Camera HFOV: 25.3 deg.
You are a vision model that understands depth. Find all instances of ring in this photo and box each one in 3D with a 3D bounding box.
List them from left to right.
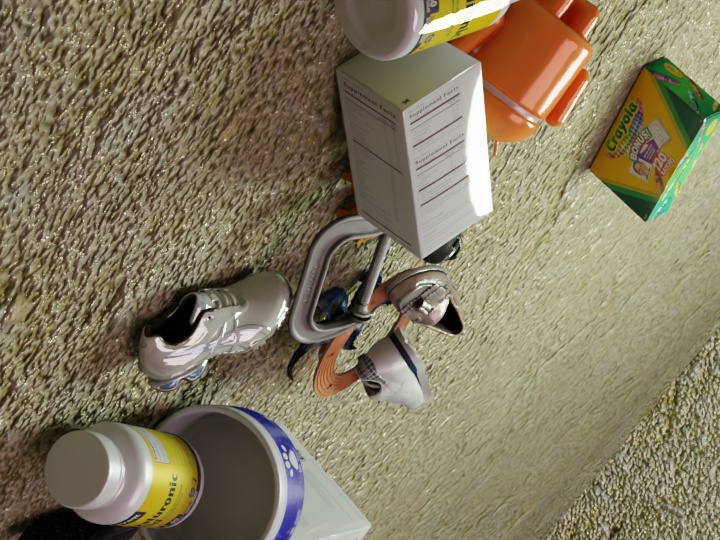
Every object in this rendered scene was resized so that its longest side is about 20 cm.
[{"bbox_3d":[0.008,0.074,1.982,0.200,0.019,0.201,-42,159,-20],"label":"ring"}]

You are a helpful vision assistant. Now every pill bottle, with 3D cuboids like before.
[{"bbox_3d":[-0.266,0.229,1.798,0.111,0.111,0.200,-47,156,8],"label":"pill bottle"},{"bbox_3d":[0.078,-0.278,1.538,0.199,0.111,0.112,-26,151,-39],"label":"pill bottle"}]

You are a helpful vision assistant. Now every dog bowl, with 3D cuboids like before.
[{"bbox_3d":[-0.169,0.261,1.919,0.200,0.200,0.079,-49,160,11],"label":"dog bowl"}]

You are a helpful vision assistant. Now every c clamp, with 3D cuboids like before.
[{"bbox_3d":[0.000,0.000,1.823,0.170,0.027,0.201,-4,127,-43],"label":"c clamp"}]

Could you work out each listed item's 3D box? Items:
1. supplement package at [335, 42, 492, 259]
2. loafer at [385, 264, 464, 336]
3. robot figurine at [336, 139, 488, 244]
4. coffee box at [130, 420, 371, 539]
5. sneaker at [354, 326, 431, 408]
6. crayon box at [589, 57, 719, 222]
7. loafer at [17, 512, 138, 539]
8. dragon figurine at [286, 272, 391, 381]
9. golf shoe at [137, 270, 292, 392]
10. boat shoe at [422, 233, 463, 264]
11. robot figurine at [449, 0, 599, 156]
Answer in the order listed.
[{"bbox_3d":[0.059,-0.136,1.683,0.109,0.114,0.201,-33,139,-24],"label":"supplement package"},{"bbox_3d":[0.089,0.040,1.955,0.072,0.063,0.200,-33,164,11],"label":"loafer"},{"bbox_3d":[0.066,-0.115,1.860,0.199,0.058,0.146,-31,154,-27],"label":"robot figurine"},{"bbox_3d":[-0.152,0.342,2.085,0.198,0.200,0.199,-53,156,22],"label":"coffee box"},{"bbox_3d":[0.039,0.136,2.052,0.080,0.077,0.200,-35,155,-6],"label":"sneaker"},{"bbox_3d":[0.416,-0.183,2.257,0.058,0.119,0.201,-24,149,-39],"label":"crayon box"},{"bbox_3d":[-0.337,0.325,1.913,0.200,0.068,0.071,-8,129,-60],"label":"loafer"},{"bbox_3d":[-0.029,0.063,1.996,0.199,0.059,0.100,-25,149,-48],"label":"dragon figurine"},{"bbox_3d":[-0.156,0.051,1.753,0.199,0.078,0.098,-36,150,-23],"label":"golf shoe"},{"bbox_3d":[0.096,-0.036,1.981,0.068,0.057,0.200,-24,177,8],"label":"boat shoe"},{"bbox_3d":[0.177,-0.228,1.779,0.201,0.117,0.144,-54,154,11],"label":"robot figurine"}]
